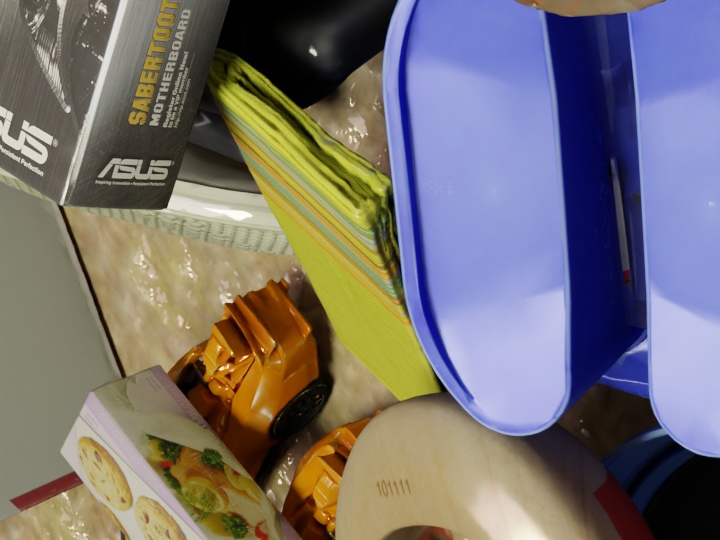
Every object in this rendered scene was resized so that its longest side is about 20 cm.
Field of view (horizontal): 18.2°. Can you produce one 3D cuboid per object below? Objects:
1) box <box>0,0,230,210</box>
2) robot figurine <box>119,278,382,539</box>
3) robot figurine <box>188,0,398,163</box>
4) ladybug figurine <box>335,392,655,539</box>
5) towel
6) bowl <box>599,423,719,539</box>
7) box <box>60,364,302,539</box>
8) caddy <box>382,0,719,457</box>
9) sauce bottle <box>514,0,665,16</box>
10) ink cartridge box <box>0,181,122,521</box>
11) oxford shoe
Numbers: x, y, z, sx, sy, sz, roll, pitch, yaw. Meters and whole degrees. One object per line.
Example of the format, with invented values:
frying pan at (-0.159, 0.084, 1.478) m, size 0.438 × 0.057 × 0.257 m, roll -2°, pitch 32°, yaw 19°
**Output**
box at (-0.118, -0.129, 0.729) m, size 0.199 × 0.048 × 0.160 m, roll 31°, pitch 110°, yaw 37°
robot figurine at (-0.049, 0.106, 0.929) m, size 0.145 × 0.058 × 0.201 m, roll 48°, pitch 135°, yaw 22°
robot figurine at (-0.066, -0.121, 0.794) m, size 0.199 × 0.124 × 0.152 m, roll 18°, pitch 96°, yaw 40°
ladybug figurine at (0.062, 0.131, 0.753) m, size 0.135 × 0.072 × 0.202 m, roll -11°, pitch 98°, yaw 49°
towel at (0.000, 0.000, 0.782) m, size 0.086 × 0.018 × 0.200 m, roll 44°, pitch 169°, yaw 29°
bowl at (0.147, 0.140, 0.752) m, size 0.200 × 0.039 × 0.202 m, roll 21°, pitch 121°, yaw 39°
box at (-0.039, 0.123, 0.851) m, size 0.200 × 0.039 × 0.042 m, roll 50°, pitch 134°, yaw 20°
caddy at (0.087, -0.040, 0.689) m, size 0.140 × 0.105 × 0.202 m, roll 5°, pitch 117°, yaw 22°
sauce bottle at (0.061, -0.170, 0.606) m, size 0.066 × 0.066 × 0.202 m, roll -24°, pitch 58°, yaw 49°
ink cartridge box at (-0.228, 0.057, 1.031) m, size 0.199 × 0.145 × 0.146 m, roll -17°, pitch 95°, yaw 49°
oxford shoe at (-0.086, -0.048, 0.900) m, size 0.199 × 0.075 × 0.058 m, roll 17°, pitch 83°, yaw 39°
